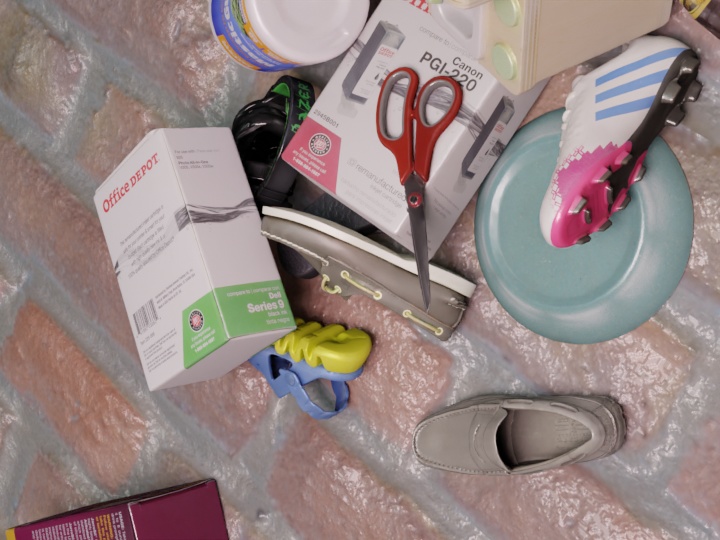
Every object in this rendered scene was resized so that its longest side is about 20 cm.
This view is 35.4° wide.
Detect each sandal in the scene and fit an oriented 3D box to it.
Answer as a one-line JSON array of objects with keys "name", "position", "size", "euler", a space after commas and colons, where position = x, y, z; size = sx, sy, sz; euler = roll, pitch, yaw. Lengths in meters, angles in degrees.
[{"name": "sandal", "position": [0.006, -0.061, 1.050], "size": [0.199, 0.043, 0.077], "euler": [-30, 66, 28]}, {"name": "sandal", "position": [-0.078, 0.086, 1.092], "size": [0.199, 0.079, 0.088], "euler": [19, 117, 38]}]

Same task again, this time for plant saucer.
[{"name": "plant saucer", "position": [0.174, -0.039, 0.938], "size": [0.198, 0.036, 0.202], "euler": [0, 89, 35]}]

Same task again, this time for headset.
[{"name": "headset", "position": [-0.107, -0.106, 1.081], "size": [0.200, 0.093, 0.125], "euler": [131, 148, -50]}]

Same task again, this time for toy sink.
[{"name": "toy sink", "position": [0.121, -0.222, 0.849], "size": [0.131, 0.199, 0.113], "euler": [50, 157, 37]}]

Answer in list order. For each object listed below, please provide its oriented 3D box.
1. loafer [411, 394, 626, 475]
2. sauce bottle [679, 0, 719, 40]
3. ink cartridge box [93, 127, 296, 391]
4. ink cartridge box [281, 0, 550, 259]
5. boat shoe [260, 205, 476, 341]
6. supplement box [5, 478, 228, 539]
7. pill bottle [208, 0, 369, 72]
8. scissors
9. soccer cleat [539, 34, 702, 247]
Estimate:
[{"name": "loafer", "position": [0.123, 0.138, 0.953], "size": [0.199, 0.070, 0.071], "euler": [-15, 82, 34]}, {"name": "sauce bottle", "position": [0.270, -0.222, 0.853], "size": [0.066, 0.066, 0.201], "euler": [-44, 65, 26]}, {"name": "ink cartridge box", "position": [-0.155, -0.012, 1.029], "size": [0.146, 0.084, 0.202], "euler": [-32, 72, 46]}, {"name": "ink cartridge box", "position": [0.049, -0.135, 0.965], "size": [0.145, 0.085, 0.201], "euler": [35, 91, 29]}, {"name": "boat shoe", "position": [0.000, 0.000, 0.990], "size": [0.200, 0.072, 0.061], "euler": [22, 95, -3]}, {"name": "supplement box", "position": [-0.252, 0.293, 1.180], "size": [0.199, 0.130, 0.104], "euler": [-18, 81, 34]}, {"name": "pill bottle", "position": [-0.076, -0.238, 1.024], "size": [0.200, 0.111, 0.113], "euler": [-165, 80, -68]}, {"name": "scissors", "position": [0.038, -0.067, 0.900], "size": [0.072, 0.014, 0.202], "euler": [4, 80, 23]}, {"name": "soccer cleat", "position": [0.184, -0.104, 0.875], "size": [0.086, 0.070, 0.200], "euler": [29, 71, 33]}]
